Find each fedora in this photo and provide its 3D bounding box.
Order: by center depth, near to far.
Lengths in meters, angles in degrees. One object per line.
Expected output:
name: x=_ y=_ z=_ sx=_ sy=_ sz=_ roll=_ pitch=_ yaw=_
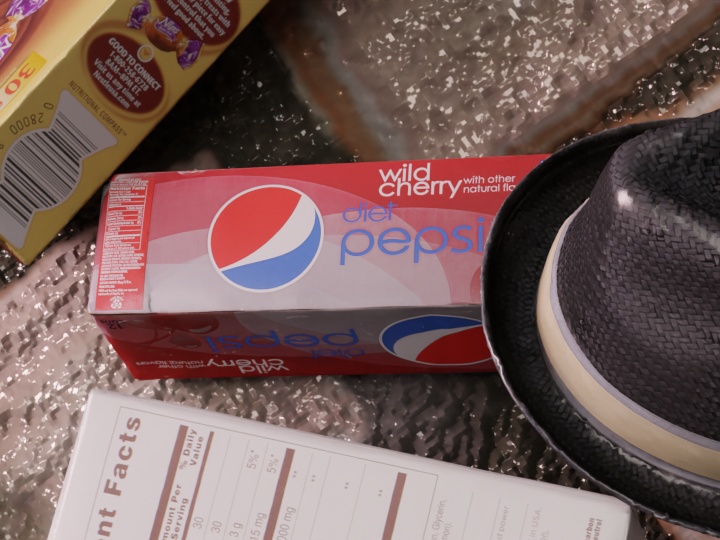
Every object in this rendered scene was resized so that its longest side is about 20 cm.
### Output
fedora: x=0.144 y=-0.003 z=0.745 sx=0.199 sy=0.092 sz=0.202 roll=4 pitch=53 yaw=-6

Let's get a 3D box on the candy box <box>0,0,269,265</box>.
candy box: x=-0.103 y=-0.108 z=0.892 sx=0.200 sy=0.056 sz=0.117 roll=-49 pitch=35 yaw=-4

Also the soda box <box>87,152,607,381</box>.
soda box: x=0.000 y=0.000 z=0.857 sx=0.199 sy=0.070 sz=0.064 roll=-1 pitch=65 yaw=11

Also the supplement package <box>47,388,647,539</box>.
supplement package: x=-0.006 y=0.127 z=0.798 sx=0.199 sy=0.117 sz=0.118 roll=11 pitch=78 yaw=15
